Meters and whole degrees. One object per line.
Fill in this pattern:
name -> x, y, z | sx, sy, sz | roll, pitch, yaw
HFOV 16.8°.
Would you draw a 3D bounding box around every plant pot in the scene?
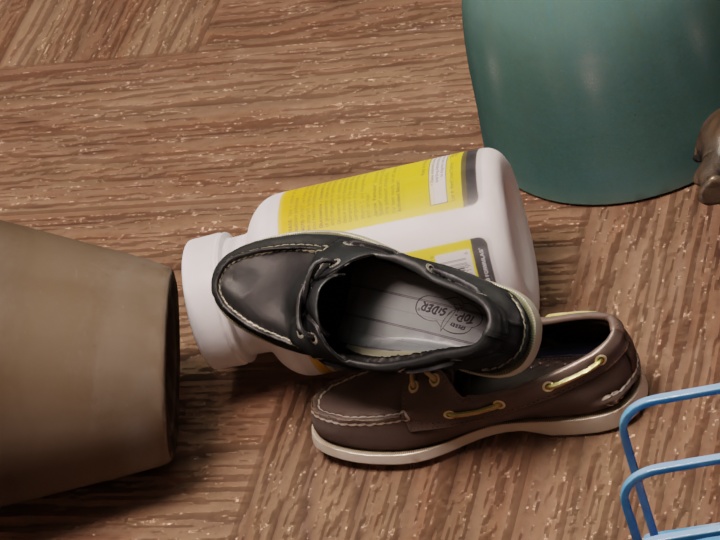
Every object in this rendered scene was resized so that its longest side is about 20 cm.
plant pot -> -0.197, 0.054, 1.443 | 0.173, 0.201, 0.200 | -1, 41, 0
plant pot -> 0.154, -0.167, 1.538 | 0.200, 0.161, 0.201 | -12, 41, 11

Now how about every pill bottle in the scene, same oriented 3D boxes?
pill bottle -> 0.000, 0.000, 1.455 | 0.199, 0.112, 0.112 | -12, 40, 11

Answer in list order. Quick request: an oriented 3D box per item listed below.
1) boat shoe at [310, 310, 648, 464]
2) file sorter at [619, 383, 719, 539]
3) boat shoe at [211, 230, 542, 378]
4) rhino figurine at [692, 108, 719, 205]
boat shoe -> 0.061, 0.063, 1.397 | 0.199, 0.060, 0.072 | -8, 42, 16
file sorter -> 0.197, 0.162, 1.177 | 0.138, 0.123, 0.200 | -11, 41, 13
boat shoe -> -0.002, 0.020, 1.355 | 0.199, 0.066, 0.075 | 16, 92, 22
rhino figurine -> 0.293, -0.082, 1.459 | 0.199, 0.060, 0.088 | -14, 35, 5
